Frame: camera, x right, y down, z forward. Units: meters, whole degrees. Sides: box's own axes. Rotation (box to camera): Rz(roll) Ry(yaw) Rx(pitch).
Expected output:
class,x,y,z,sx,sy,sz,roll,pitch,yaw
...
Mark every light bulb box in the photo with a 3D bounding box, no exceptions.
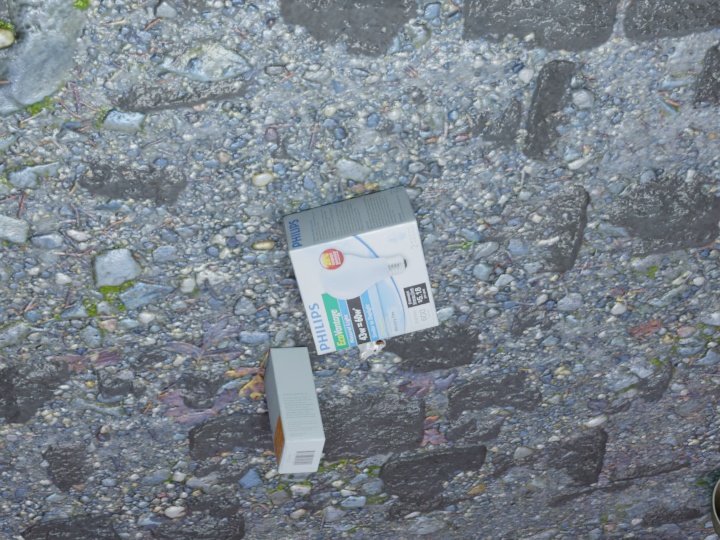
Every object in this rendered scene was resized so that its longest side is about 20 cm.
class,x,y,z,sx,sy,sz,roll,pitch,yaw
light bulb box,0.000,0.000,1.937,0.200,0.125,0.198,-15,119,0

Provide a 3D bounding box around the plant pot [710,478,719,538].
class,x,y,z,sx,sy,sz,roll,pitch,yaw
plant pot,0.876,0.562,2.834,0.187,0.187,0.200,-11,153,-3

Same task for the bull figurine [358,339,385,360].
class,x,y,z,sx,sy,sz,roll,pitch,yaw
bull figurine,0.001,0.062,2.088,0.121,0.065,0.200,5,127,-16

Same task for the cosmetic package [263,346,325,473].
class,x,y,z,sx,sy,sz,roll,pitch,yaw
cosmetic package,-0.117,0.241,2.158,0.071,0.200,0.101,-1,137,-14
